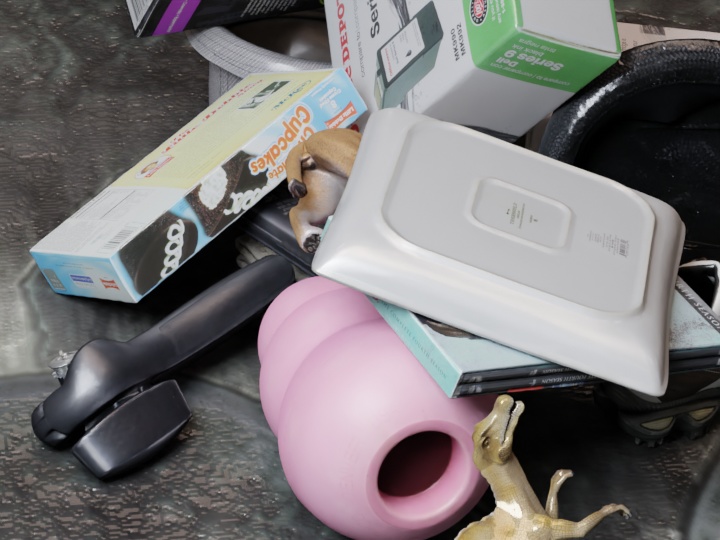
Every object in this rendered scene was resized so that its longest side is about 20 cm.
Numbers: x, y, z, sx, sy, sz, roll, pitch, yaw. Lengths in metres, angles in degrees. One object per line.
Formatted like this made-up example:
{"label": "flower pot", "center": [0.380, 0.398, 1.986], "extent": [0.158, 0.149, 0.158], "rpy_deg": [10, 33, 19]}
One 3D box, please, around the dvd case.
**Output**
{"label": "dvd case", "center": [0.095, 0.012, 1.341], "extent": [0.199, 0.022, 0.146], "rpy_deg": [-3, 37, -34]}

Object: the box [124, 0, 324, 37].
{"label": "box", "center": [-0.041, -0.209, 1.576], "extent": [0.199, 0.143, 0.036], "rpy_deg": [-11, 74, -24]}

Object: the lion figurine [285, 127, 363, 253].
{"label": "lion figurine", "center": [0.021, -0.050, 1.448], "extent": [0.199, 0.073, 0.123], "rpy_deg": [23, 25, -35]}

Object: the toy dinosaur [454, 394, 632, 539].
{"label": "toy dinosaur", "center": [0.092, 0.169, 1.255], "extent": [0.100, 0.058, 0.202], "rpy_deg": [7, 66, -24]}

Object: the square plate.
{"label": "square plate", "center": [0.085, -0.022, 1.341], "extent": [0.197, 0.029, 0.200], "rpy_deg": [19, 31, 0]}

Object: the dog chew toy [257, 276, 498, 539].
{"label": "dog chew toy", "center": [0.000, 0.067, 1.361], "extent": [0.124, 0.125, 0.200], "rpy_deg": [-8, 27, -18]}

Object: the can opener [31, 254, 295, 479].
{"label": "can opener", "center": [-0.114, 0.049, 1.429], "extent": [0.063, 0.079, 0.200], "rpy_deg": [-28, 8, 48]}

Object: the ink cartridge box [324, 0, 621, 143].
{"label": "ink cartridge box", "center": [0.065, -0.155, 1.521], "extent": [0.084, 0.200, 0.147], "rpy_deg": [9, 60, -31]}

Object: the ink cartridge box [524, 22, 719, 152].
{"label": "ink cartridge box", "center": [0.211, -0.099, 1.662], "extent": [0.198, 0.085, 0.146], "rpy_deg": [6, 33, 3]}

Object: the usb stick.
{"label": "usb stick", "center": [0.000, 0.000, 1.473], "extent": [0.055, 0.033, 0.200], "rpy_deg": [-16, 38, -43]}

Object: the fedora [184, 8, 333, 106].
{"label": "fedora", "center": [-0.030, -0.137, 1.689], "extent": [0.199, 0.091, 0.176], "rpy_deg": [-19, 40, -42]}

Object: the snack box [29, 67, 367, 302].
{"label": "snack box", "center": [-0.101, -0.056, 1.510], "extent": [0.200, 0.037, 0.116], "rpy_deg": [-41, 22, -23]}

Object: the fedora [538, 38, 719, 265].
{"label": "fedora", "center": [0.205, -0.065, 1.540], "extent": [0.199, 0.202, 0.092], "rpy_deg": [1, 19, -5]}

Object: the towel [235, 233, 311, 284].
{"label": "towel", "center": [0.031, -0.004, 1.545], "extent": [0.199, 0.035, 0.133], "rpy_deg": [-13, 38, -24]}

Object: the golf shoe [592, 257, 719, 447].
{"label": "golf shoe", "center": [0.229, 0.033, 1.454], "extent": [0.199, 0.095, 0.078], "rpy_deg": [-21, 40, -35]}
